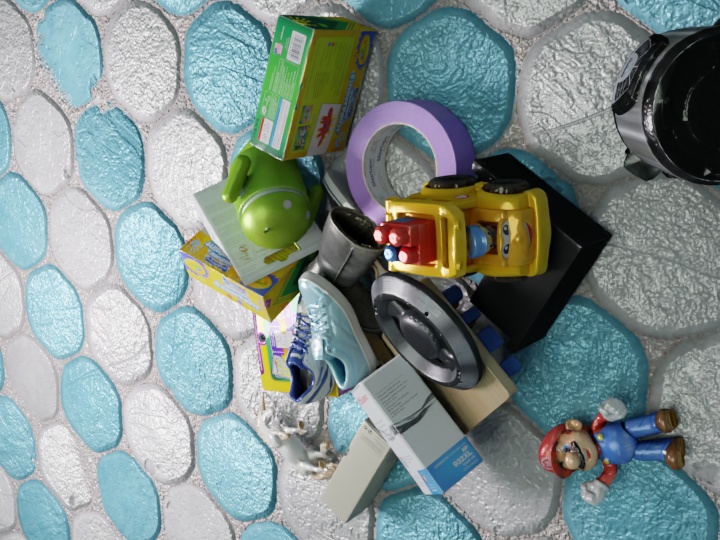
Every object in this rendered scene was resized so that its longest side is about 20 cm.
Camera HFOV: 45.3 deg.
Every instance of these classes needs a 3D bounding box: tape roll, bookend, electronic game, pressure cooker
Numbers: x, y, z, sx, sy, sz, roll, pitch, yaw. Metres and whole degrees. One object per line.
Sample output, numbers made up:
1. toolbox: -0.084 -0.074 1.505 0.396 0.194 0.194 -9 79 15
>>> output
1. tape roll: 0.075 -0.159 1.323 0.199 0.065 0.202 10 107 35
2. bookend: 0.215 -0.026 1.236 0.199 0.092 0.201 43 127 26
3. electronic game: 0.089 0.085 1.193 0.200 0.042 0.200 40 155 22
4. pressure cooker: 0.388 -0.193 1.007 0.175 0.200 0.180 -15 104 6

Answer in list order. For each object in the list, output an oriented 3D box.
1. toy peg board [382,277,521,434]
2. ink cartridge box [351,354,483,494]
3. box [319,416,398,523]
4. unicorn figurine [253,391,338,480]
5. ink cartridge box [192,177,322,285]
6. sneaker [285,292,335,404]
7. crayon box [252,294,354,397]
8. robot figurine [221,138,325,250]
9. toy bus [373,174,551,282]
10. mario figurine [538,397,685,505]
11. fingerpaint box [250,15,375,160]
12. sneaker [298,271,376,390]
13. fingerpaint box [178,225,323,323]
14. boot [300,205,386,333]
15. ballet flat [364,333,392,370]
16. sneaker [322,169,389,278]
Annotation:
1. toy peg board: 0.151 0.113 1.275 0.200 0.098 0.199 51 152 13
2. ink cartridge box: 0.082 0.237 1.323 0.200 0.084 0.145 53 167 8
3. box: 0.010 0.333 1.480 0.068 0.082 0.201 40 120 21
4. unicorn figurine: -0.127 0.311 1.572 0.201 0.074 0.137 58 146 0
5. ink cartridge box: -0.169 -0.078 1.450 0.201 0.162 0.057 58 165 18
6. sneaker: -0.083 0.124 1.425 0.075 0.088 0.202 2 100 30
7. crayon box: -0.104 0.114 1.524 0.172 0.058 0.201 -1 101 33
8. robot figurine: -0.144 -0.119 1.372 0.116 0.175 0.201 -42 48 28
9. toy bus: 0.119 -0.046 1.123 0.199 0.191 0.137 9 107 42
10. mario figurine: 0.340 0.253 1.199 0.199 0.106 0.124 -17 56 30
11. fingerpaint box: -0.073 -0.283 1.328 0.073 0.167 0.201 29 118 25
12. sneaker: -0.048 0.099 1.355 0.074 0.082 0.201 -16 111 51
13. fingerpaint box: -0.178 -0.026 1.473 0.199 0.167 0.074 26 148 28
14. boot: 0.000 0.002 1.340 0.181 0.073 0.200 31 141 -5
15. ballet flat: 0.030 0.173 1.437 0.200 0.063 0.069 53 128 14
16. sneaker: -0.006 -0.070 1.395 0.200 0.078 0.079 50 119 14
